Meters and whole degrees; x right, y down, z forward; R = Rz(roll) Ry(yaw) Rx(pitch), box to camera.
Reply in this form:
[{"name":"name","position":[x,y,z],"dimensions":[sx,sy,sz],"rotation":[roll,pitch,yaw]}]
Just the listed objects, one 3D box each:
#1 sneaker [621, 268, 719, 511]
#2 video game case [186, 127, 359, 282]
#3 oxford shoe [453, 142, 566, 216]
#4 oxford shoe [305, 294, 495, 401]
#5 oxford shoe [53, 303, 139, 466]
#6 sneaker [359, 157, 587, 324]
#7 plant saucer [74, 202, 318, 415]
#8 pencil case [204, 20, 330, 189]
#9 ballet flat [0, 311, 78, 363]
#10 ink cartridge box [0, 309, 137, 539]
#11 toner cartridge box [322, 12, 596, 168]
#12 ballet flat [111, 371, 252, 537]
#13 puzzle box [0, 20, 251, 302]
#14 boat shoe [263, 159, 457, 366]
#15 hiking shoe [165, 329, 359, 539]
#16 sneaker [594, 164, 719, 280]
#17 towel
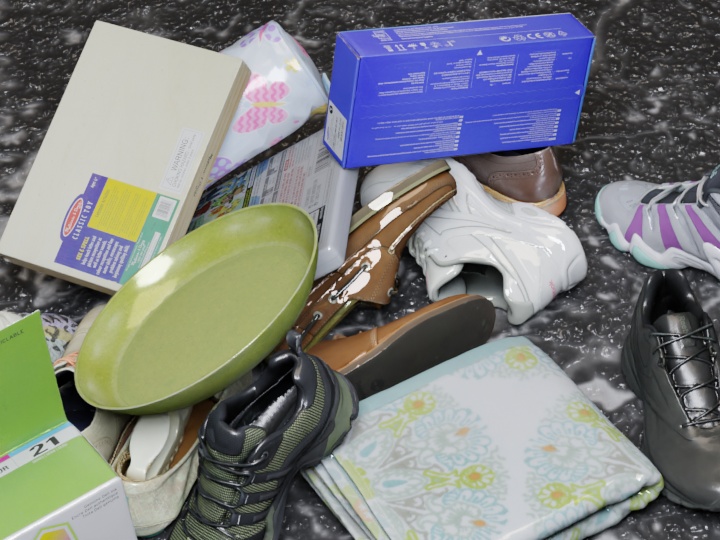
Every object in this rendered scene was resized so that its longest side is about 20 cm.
[{"name":"sneaker","position":[0.221,0.080,1.415],"dimensions":[0.076,0.091,0.200],"rotation":[-10,42,-7]},{"name":"video game case","position":[-0.082,-0.025,1.551],"dimensions":[0.182,0.022,0.200],"rotation":[-27,27,21]},{"name":"oxford shoe","position":[0.083,-0.109,1.666],"dimensions":[0.200,0.073,0.071],"rotation":[25,49,32]},{"name":"oxford shoe","position":[0.006,0.063,1.484],"dimensions":[0.200,0.072,0.071],"rotation":[-27,40,-19]},{"name":"oxford shoe","position":[-0.192,0.083,1.483],"dimensions":[0.071,0.074,0.200],"rotation":[-5,40,6]},{"name":"sneaker","position":[0.067,-0.022,1.569],"dimensions":[0.200,0.078,0.099],"rotation":[24,53,33]},{"name":"plant saucer","position":[-0.107,0.032,1.423],"dimensions":[0.200,0.031,0.200],"rotation":[-27,29,16]},{"name":"pencil case","position":[-0.119,-0.109,1.612],"dimensions":[0.200,0.091,0.083],"rotation":[-35,29,4]},{"name":"ballet flat","position":[-0.296,0.070,1.519],"dimensions":[0.200,0.072,0.072],"rotation":[-29,45,-24]},{"name":"ink cartridge box","position":[-0.231,0.148,1.317],"dimensions":[0.148,0.200,0.076],"rotation":[-28,45,-22]},{"name":"toner cartridge box","position":[0.074,-0.136,1.550],"dimensions":[0.199,0.095,0.043],"rotation":[-7,36,-24]},{"name":"ballet flat","position":[-0.125,0.102,1.461],"dimensions":[0.067,0.063,0.200],"rotation":[6,42,14]},{"name":"puzzle box","position":[-0.178,-0.082,1.557],"dimensions":[0.133,0.025,0.201],"rotation":[17,77,21]},{"name":"boat shoe","position":[0.000,0.000,1.532],"dimensions":[0.200,0.072,0.068],"rotation":[-38,82,1]},{"name":"hiking shoe","position":[-0.087,0.133,1.359],"dimensions":[0.076,0.101,0.200],"rotation":[22,73,36]},{"name":"sneaker","position":[0.261,-0.059,1.530],"dimensions":[0.200,0.140,0.078],"rotation":[24,50,31]},{"name":"towel","position":[0.078,0.136,1.407],"dimensions":[0.199,0.048,0.171],"rotation":[-24,46,-18]}]
